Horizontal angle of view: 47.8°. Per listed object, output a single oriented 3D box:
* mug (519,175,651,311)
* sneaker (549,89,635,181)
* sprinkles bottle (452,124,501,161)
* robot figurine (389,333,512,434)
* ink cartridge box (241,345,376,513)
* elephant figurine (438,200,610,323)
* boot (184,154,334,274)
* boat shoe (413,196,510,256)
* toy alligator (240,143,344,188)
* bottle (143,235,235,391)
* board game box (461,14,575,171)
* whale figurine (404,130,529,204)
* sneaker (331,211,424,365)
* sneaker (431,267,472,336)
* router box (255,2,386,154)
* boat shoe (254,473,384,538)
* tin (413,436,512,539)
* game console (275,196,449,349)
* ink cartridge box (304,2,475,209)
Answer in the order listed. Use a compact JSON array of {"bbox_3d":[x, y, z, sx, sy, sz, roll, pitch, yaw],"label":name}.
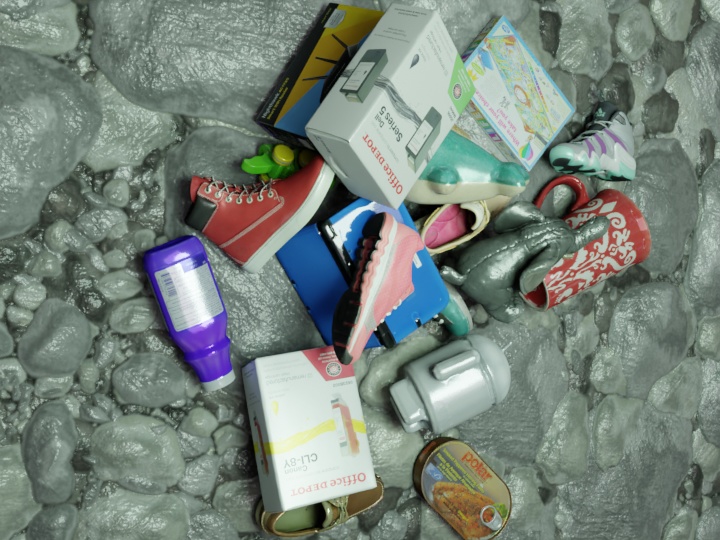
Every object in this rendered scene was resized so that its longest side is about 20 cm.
[{"bbox_3d":[0.334,-0.041,1.314,0.198,0.178,0.135,-28,142,-15],"label":"mug"},{"bbox_3d":[0.379,-0.227,1.323,0.198,0.077,0.143,5,89,-42],"label":"sneaker"},{"bbox_3d":[0.140,-0.181,1.220,0.198,0.068,0.069,33,81,-24],"label":"sprinkles bottle"},{"bbox_3d":[0.142,0.169,1.218,0.197,0.170,0.114,-25,66,-9],"label":"robot figurine"},{"bbox_3d":[-0.071,0.216,1.116,0.143,0.083,0.204,-7,78,-25],"label":"ink cartridge box"},{"bbox_3d":[0.237,-0.032,1.156,0.142,0.156,0.199,46,121,-9],"label":"elephant figurine"},{"bbox_3d":[-0.138,-0.103,1.056,0.144,0.073,0.200,38,115,-20],"label":"boot"},{"bbox_3d":[0.153,-0.078,1.169,0.199,0.069,0.074,-36,103,-15],"label":"boat shoe"},{"bbox_3d":[-0.076,-0.145,1.134,0.197,0.060,0.055,7,50,-29],"label":"toy alligator"},{"bbox_3d":[-0.219,0.059,1.075,0.082,0.065,0.203,-23,104,-20],"label":"bottle"},{"bbox_3d":[0.236,-0.275,1.274,0.200,0.034,0.135,45,76,-22],"label":"board game box"},{"bbox_3d":[0.131,-0.147,1.109,0.196,0.159,0.106,6,107,18],"label":"whale figurine"},{"bbox_3d":[0.028,0.032,1.050,0.086,0.074,0.204,19,90,-23],"label":"sneaker"},{"bbox_3d":[0.087,0.032,1.218,0.080,0.071,0.201,-42,102,-15],"label":"sneaker"},{"bbox_3d":[-0.032,-0.255,1.086,0.202,0.148,0.051,-59,139,-9],"label":"router box"},{"bbox_3d":[-0.052,0.346,1.176,0.196,0.074,0.077,-10,99,-24],"label":"boat shoe"},{"bbox_3d":[0.164,0.350,1.299,0.112,0.042,0.200,-46,111,-10],"label":"tin"},{"bbox_3d":[0.000,0.000,1.137,0.169,0.118,0.202,-33,108,-13],"label":"game console"},{"bbox_3d":[0.041,-0.202,1.012,0.202,0.083,0.146,-57,140,-12],"label":"ink cartridge box"}]
